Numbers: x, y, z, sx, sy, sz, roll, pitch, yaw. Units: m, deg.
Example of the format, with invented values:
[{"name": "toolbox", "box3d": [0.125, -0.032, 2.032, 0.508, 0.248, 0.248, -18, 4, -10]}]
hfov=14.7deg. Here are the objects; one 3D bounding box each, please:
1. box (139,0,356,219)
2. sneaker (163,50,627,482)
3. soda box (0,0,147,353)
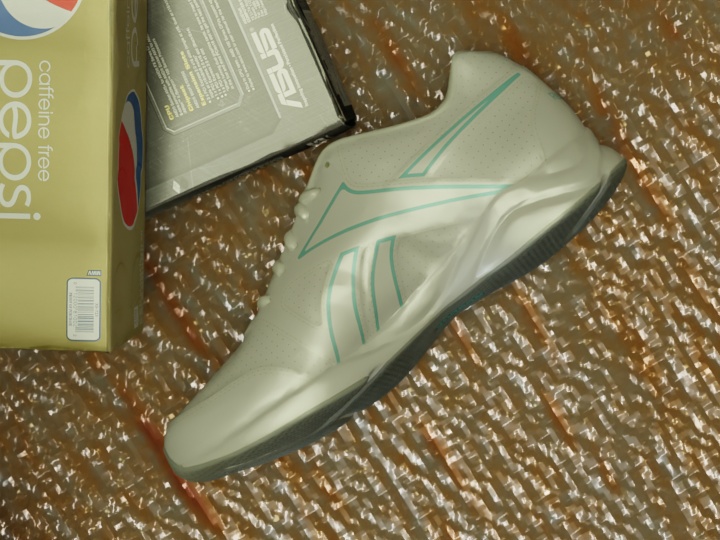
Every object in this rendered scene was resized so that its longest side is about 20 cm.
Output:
[{"name": "box", "box3d": [-0.112, -0.113, 1.031, 0.158, 0.048, 0.200, -24, 92, 7]}, {"name": "sneaker", "box3d": [0.000, 0.000, 1.028, 0.200, 0.070, 0.080, -40, 81, 0]}, {"name": "soda box", "box3d": [-0.110, -0.074, 0.975, 0.064, 0.068, 0.200, 2, 95, 5]}]
